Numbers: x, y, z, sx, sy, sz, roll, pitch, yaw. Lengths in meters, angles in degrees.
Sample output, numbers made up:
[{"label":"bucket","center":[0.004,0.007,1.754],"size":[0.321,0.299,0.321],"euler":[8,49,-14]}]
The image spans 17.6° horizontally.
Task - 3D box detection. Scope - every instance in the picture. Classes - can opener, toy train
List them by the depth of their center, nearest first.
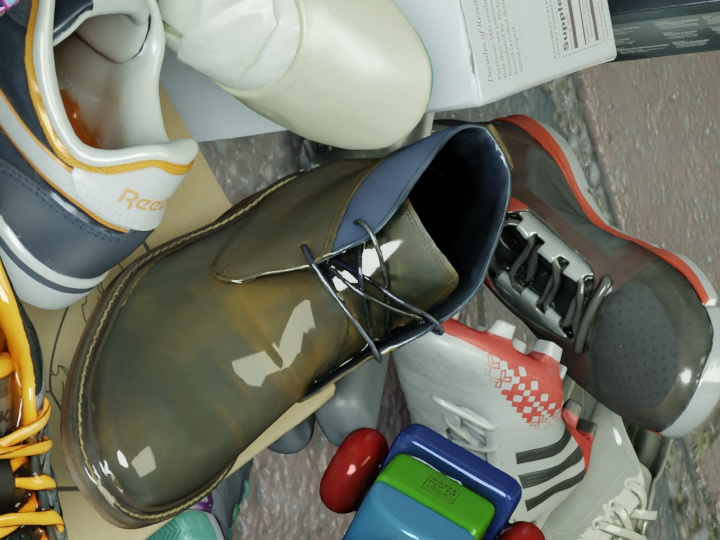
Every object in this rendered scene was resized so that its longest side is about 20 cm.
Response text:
[{"label":"toy train","center":[-0.017,0.161,0.843],"size":[0.200,0.084,0.116],"euler":[-63,171,20]},{"label":"can opener","center":[0.000,0.000,0.953],"size":[0.067,0.053,0.200],"euler":[65,26,-43]}]

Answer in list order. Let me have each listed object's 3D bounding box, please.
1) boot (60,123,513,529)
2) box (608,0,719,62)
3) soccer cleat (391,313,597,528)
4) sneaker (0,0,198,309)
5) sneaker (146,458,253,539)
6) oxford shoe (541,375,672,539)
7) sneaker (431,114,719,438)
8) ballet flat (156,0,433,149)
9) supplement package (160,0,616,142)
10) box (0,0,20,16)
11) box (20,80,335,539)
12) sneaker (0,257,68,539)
[{"label":"boot","center":[-0.021,0.007,0.762],"size":[0.075,0.097,0.200],"euler":[55,34,-13]},{"label":"box","center":[0.126,-0.175,1.050],"size":[0.046,0.199,0.160],"euler":[34,60,-50]},{"label":"soccer cleat","center":[0.052,0.074,1.004],"size":[0.085,0.068,0.200],"euler":[-63,156,-11]},{"label":"sneaker","center":[-0.117,-0.092,0.751],"size":[0.200,0.079,0.078],"euler":[59,29,11]},{"label":"sneaker","center":[-0.063,0.102,0.867],"size":[0.087,0.074,0.201],"euler":[5,81,-58]},{"label":"oxford shoe","center":[0.109,0.124,1.112],"size":[0.075,0.058,0.201],"euler":[48,51,-43]},{"label":"sneaker","center":[0.080,0.001,1.017],"size":[0.082,0.200,0.077],"euler":[8,119,-40]},{"label":"ballet flat","center":[-0.061,-0.104,0.815],"size":[0.069,0.200,0.070],"euler":[-33,145,-27]},{"label":"supplement package","center":[-0.009,-0.161,0.898],"size":[0.111,0.155,0.201],"euler":[-23,105,-53]},{"label":"box","center":[-0.214,-0.073,0.569],"size":[0.193,0.199,0.122],"euler":[-49,123,-46]},{"label":"box","center":[-0.114,0.023,0.783],"size":[0.200,0.021,0.164],"euler":[-35,98,-39]},{"label":"sneaker","center":[-0.124,0.060,0.701],"size":[0.078,0.077,0.201],"euler":[-21,92,-41]}]
